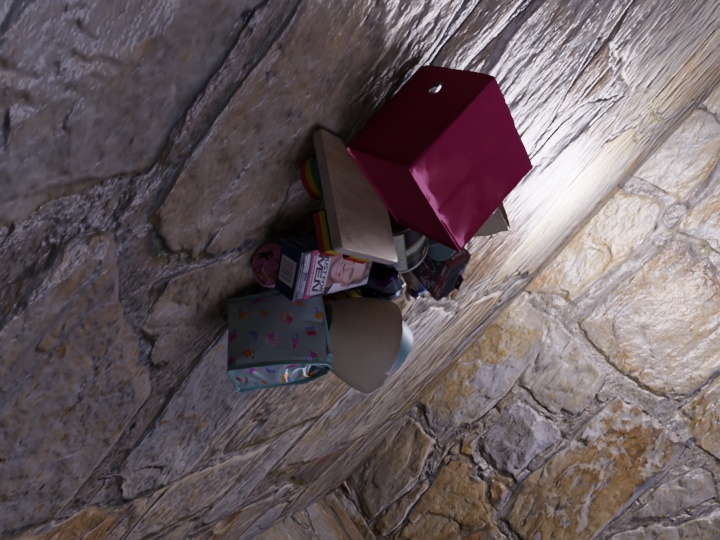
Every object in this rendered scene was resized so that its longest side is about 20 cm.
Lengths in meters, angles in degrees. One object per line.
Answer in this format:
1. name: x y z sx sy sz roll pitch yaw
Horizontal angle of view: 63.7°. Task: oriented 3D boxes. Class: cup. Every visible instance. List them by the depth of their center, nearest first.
1. cup: -0.022 0.138 1.220 0.141 0.202 0.202 23 121 -23

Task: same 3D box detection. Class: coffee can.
1. coffee can: 0.071 -0.099 1.218 0.145 0.147 0.201 -37 158 -9

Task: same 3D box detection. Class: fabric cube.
1. fabric cube: 0.132 -0.193 0.979 0.200 0.195 0.201 -46 128 -8

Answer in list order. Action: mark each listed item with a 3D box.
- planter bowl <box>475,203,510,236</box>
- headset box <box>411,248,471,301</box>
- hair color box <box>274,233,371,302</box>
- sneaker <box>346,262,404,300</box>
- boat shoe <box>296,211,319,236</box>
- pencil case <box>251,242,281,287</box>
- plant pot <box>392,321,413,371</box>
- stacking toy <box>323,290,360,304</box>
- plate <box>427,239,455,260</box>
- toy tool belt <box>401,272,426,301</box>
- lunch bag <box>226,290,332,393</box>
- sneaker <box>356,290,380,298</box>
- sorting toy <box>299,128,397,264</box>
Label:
1. planter bowl: 0.258 -0.166 1.378 0.132 0.205 0.199 -22 164 20
2. headset box: 0.182 -0.035 1.441 0.074 0.201 0.150 -28 154 -25
3. hair color box: -0.061 -0.014 1.085 0.198 0.060 0.102 -14 125 -46
4. sneaker: 0.000 0.000 1.264 0.088 0.195 0.076 74 32 -53
5. boat shoe: -0.050 -0.065 1.175 0.076 0.074 0.199 -48 157 17
6. pencil case: -0.125 -0.007 1.151 0.199 0.085 0.085 4 99 -60
7. plant pot: 0.034 0.182 1.644 0.199 0.200 0.136 -39 121 -5
8. stacking toy: -0.030 0.027 1.367 0.202 0.115 0.110 -55 164 -3
9. plate: 0.171 -0.124 1.294 0.025 0.203 0.202 1 139 -25
10. toy tool belt: 0.165 0.024 1.575 0.198 0.125 0.124 -34 -170 -20
11. lunch bag: -0.157 0.134 1.139 0.195 0.173 0.123 -8 145 -4
12. sneaker: 0.049 0.042 1.404 0.200 0.088 0.080 -161 -89 -77
13. sorting toy: -0.025 -0.112 1.006 0.068 0.204 0.199 -17 166 27
